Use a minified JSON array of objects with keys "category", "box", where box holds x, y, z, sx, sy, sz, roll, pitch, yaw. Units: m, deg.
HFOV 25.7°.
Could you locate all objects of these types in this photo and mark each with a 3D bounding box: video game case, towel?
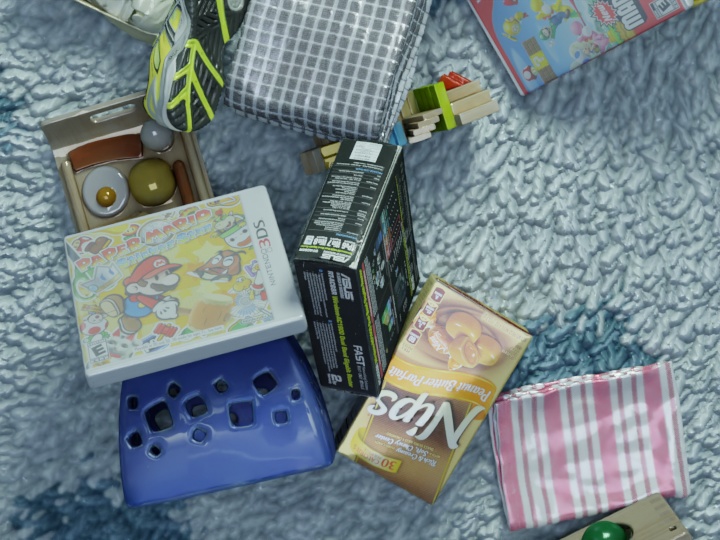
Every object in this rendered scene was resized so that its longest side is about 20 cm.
[{"category":"video game case","box":[-0.163,0.010,1.441,0.199,0.183,0.023,-15,136,-5]},{"category":"video game case","box":[0.199,-0.270,1.509,0.199,0.017,0.144,-26,100,37]},{"category":"towel","box":[0.236,0.181,1.619,0.199,0.030,0.147,-11,99,-2]},{"category":"towel","box":[-0.027,-0.227,1.488,0.165,0.086,0.201,14,87,14]}]

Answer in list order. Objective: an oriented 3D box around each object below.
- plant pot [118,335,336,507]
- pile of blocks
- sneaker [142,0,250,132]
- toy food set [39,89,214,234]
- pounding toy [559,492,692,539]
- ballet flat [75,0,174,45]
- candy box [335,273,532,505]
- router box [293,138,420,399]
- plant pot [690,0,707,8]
[{"category":"plant pot","box":[-0.136,0.111,1.513,0.199,0.200,0.181,-11,91,0]},{"category":"pile of blocks","box":[0.031,-0.152,1.539,0.199,0.082,0.063,-19,98,0]},{"category":"sneaker","box":[-0.160,-0.231,1.487,0.075,0.076,0.201,26,80,-43]},{"category":"toy food set","box":[-0.216,-0.068,1.533,0.143,0.060,0.201,-17,84,-1]},{"category":"pounding toy","box":[0.256,0.332,1.570,0.183,0.142,0.201,-26,107,1]},{"category":"ballet flat","box":[-0.229,-0.265,1.520,0.199,0.069,0.070,22,96,-6]},{"category":"candy box","box":[0.072,0.119,1.589,0.115,0.055,0.201,30,95,-6]},{"category":"router box","box":[0.000,0.000,1.476,0.062,0.150,0.201,9,142,15]},{"category":"plant pot","box":[0.313,-0.368,1.485,0.142,0.200,0.201,-36,99,-29]}]
